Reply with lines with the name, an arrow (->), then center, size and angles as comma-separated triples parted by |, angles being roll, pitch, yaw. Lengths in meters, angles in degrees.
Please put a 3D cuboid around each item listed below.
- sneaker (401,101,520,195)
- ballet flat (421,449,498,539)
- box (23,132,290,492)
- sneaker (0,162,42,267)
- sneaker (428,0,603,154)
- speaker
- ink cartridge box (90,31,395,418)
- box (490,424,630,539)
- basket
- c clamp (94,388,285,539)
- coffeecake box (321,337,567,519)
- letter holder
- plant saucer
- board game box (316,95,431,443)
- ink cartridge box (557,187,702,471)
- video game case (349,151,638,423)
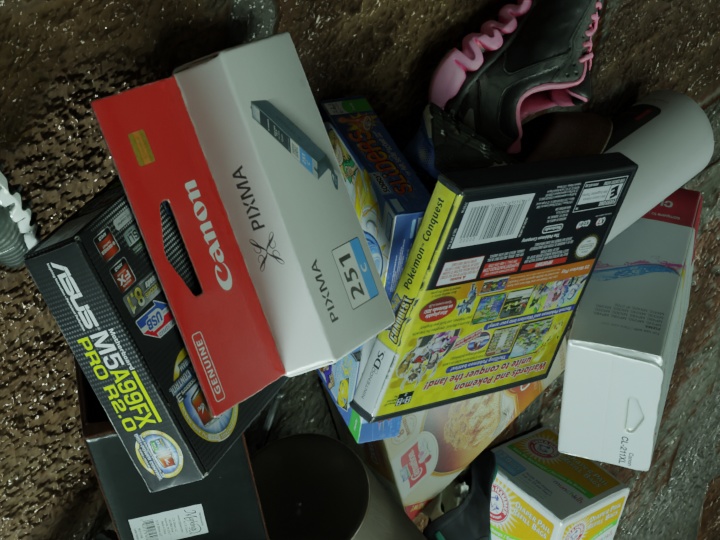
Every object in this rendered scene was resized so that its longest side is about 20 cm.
sneaker -> 0.054, -0.058, 1.456 | 0.090, 0.078, 0.200 | -57, 179, -3
ballet flat -> 0.079, 0.189, 1.781 | 0.200, 0.072, 0.074 | -79, -168, -69
box -> -0.103, 0.013, 1.263 | 0.161, 0.044, 0.200 | 63, 32, -14
sneaker -> -0.248, -0.048, 1.141 | 0.090, 0.066, 0.200 | -44, 145, -8
sneaker -> 0.142, -0.163, 1.511 | 0.200, 0.095, 0.079 | -46, 162, -10
speaker -> 0.204, -0.075, 1.682 | 0.199, 0.081, 0.082 | -33, 145, -42
ink cartridge box -> -0.065, -0.033, 1.263 | 0.176, 0.044, 0.202 | -30, 100, -60
box -> 0.157, 0.264, 1.945 | 0.101, 0.112, 0.201 | -19, 134, -41
basket -> -0.024, 0.221, 1.610 | 0.201, 0.178, 0.137 | 65, 32, -54
c clamp -> -0.141, 0.189, 1.556 | 0.199, 0.027, 0.172 | -35, 151, -35
coffeecake box -> 0.073, 0.084, 1.693 | 0.200, 0.073, 0.154 | -43, 149, -17
letter holder -> -0.132, 0.098, 1.423 | 0.100, 0.143, 0.201 | -12, 144, -3
plant saucer -> 0.101, -0.054, 1.545 | 0.200, 0.037, 0.201 | -43, -169, 10
board game box -> 0.000, 0.000, 1.450 | 0.034, 0.136, 0.201 | -9, 130, -22
ink cartridge box -> 0.229, 0.044, 1.772 | 0.147, 0.082, 0.201 | 90, 16, -45
video game case -> 0.093, 0.009, 1.424 | 0.199, 0.025, 0.182 | -10, 129, -47
